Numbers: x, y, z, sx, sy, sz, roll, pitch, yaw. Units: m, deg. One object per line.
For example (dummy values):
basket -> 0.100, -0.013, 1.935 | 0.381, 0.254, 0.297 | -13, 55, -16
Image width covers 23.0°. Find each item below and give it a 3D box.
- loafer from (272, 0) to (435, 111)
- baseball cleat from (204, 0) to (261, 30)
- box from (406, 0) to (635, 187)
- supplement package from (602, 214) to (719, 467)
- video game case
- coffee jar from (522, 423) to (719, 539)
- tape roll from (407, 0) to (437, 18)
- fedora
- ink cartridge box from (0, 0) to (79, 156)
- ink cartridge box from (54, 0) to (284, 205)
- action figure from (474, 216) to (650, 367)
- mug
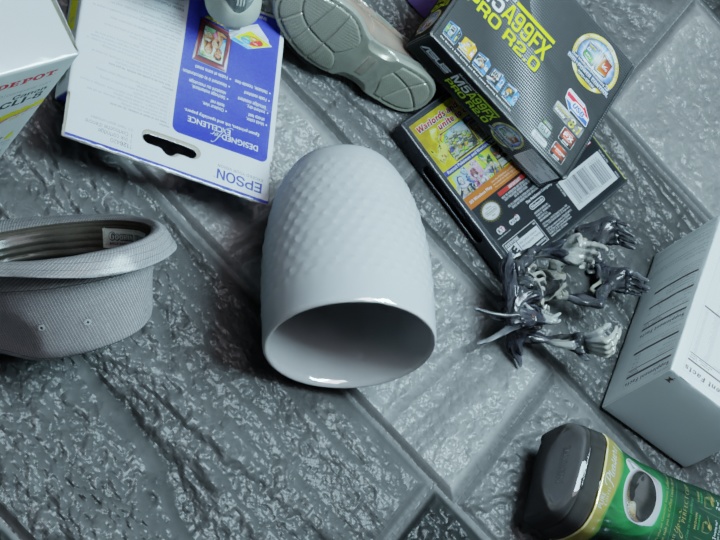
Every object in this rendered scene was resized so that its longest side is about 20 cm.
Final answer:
loafer -> -0.009, -0.221, 1.655 | 0.200, 0.072, 0.063 | 34, 35, -36
baseball cleat -> -0.111, -0.304, 1.580 | 0.069, 0.107, 0.201 | 2, 44, -20
box -> 0.157, -0.207, 1.708 | 0.200, 0.044, 0.161 | 45, 61, -18
supplement package -> 0.330, 0.067, 1.709 | 0.113, 0.109, 0.201 | 36, 54, -12
video game case -> 0.149, -0.110, 1.735 | 0.200, 0.025, 0.181 | -37, 90, -37
coffee jar -> 0.242, 0.220, 1.597 | 0.199, 0.085, 0.105 | 29, 58, -18
tape roll -> 0.121, -0.331, 1.798 | 0.199, 0.066, 0.202 | 13, 62, -26
fedora -> -0.241, 0.015, 1.376 | 0.198, 0.177, 0.091 | -6, 105, -13
ink cartridge box -> -0.335, -0.166, 1.351 | 0.145, 0.200, 0.145 | -22, 80, -37
ink cartridge box -> -0.167, -0.164, 1.555 | 0.197, 0.047, 0.201 | 19, 60, -25
action figure -> 0.194, 0.018, 1.649 | 0.200, 0.102, 0.120 | -30, 117, -42
mug -> 0.000, 0.000, 1.531 | 0.200, 0.147, 0.176 | 40, 38, -48
